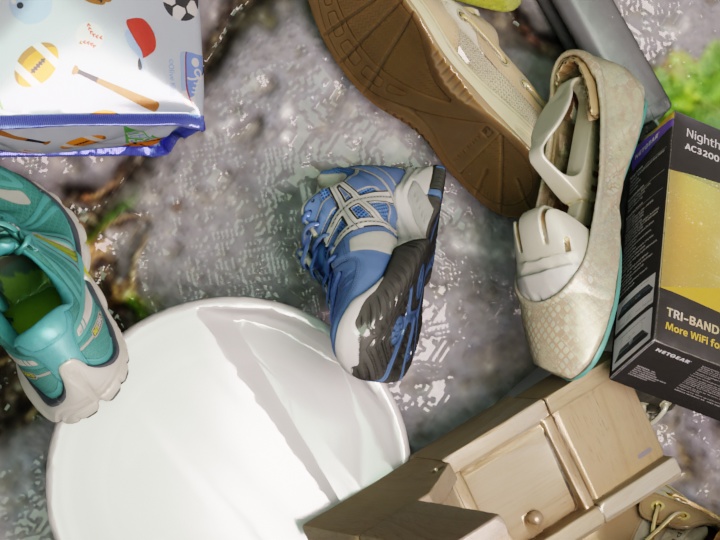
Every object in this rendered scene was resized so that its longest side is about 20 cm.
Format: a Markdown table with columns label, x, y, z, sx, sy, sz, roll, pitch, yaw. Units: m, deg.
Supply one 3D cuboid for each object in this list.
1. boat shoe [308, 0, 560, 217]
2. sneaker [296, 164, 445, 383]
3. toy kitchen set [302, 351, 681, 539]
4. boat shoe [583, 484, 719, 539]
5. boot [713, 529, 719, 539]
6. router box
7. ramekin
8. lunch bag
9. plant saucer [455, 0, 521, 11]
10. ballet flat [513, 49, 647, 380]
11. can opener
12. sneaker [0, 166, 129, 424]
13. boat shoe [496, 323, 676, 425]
| label | x | y | z | sx | sy | sz | roll | pitch | yaw |
| --- | --- | --- | --- | --- | --- | --- | --- | --- | --- |
| boat shoe | 0.048 | -0.122 | 1.376 | 0.200 | 0.072 | 0.065 | 47 | 42 | -3 |
| sneaker | 0.000 | 0.000 | 1.309 | 0.077 | 0.200 | 0.076 | 9 | 116 | 3 |
| toy kitchen set | 0.115 | 0.161 | 1.233 | 0.200 | 0.180 | 0.164 | -30 | 100 | -21 |
| boat shoe | 0.183 | 0.162 | 1.374 | 0.200 | 0.066 | 0.074 | 26 | 83 | -6 |
| boot | 0.181 | 0.225 | 1.266 | 0.073 | 0.200 | 0.156 | 22 | 111 | 25 |
| router box | 0.242 | 0.018 | 1.320 | 0.200 | 0.052 | 0.158 | 20 | 55 | -17 |
| ramekin | -0.076 | 0.116 | 1.325 | 0.202 | 0.094 | 0.203 | 0 | 87 | -8 |
| lunch bag | -0.197 | -0.149 | 1.306 | 0.199 | 0.124 | 0.171 | -3 | 83 | -18 |
| plant saucer | 0.023 | -0.273 | 1.384 | 0.199 | 0.048 | 0.200 | 13 | 85 | -8 |
| ballet flat | 0.112 | -0.034 | 1.310 | 0.062 | 0.067 | 0.200 | 32 | 55 | -32 |
| can opener | 0.146 | -0.092 | 1.390 | 0.067 | 0.053 | 0.200 | -30 | 90 | -10 |
| sneaker | -0.186 | -0.004 | 1.281 | 0.077 | 0.200 | 0.080 | -37 | 137 | -3 |
| boat shoe | 0.169 | 0.055 | 1.376 | 0.200 | 0.071 | 0.064 | -30 | 90 | -10 |
